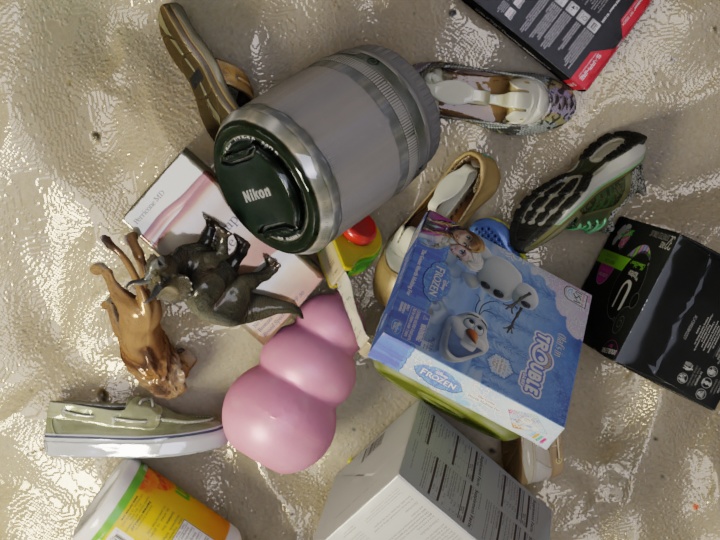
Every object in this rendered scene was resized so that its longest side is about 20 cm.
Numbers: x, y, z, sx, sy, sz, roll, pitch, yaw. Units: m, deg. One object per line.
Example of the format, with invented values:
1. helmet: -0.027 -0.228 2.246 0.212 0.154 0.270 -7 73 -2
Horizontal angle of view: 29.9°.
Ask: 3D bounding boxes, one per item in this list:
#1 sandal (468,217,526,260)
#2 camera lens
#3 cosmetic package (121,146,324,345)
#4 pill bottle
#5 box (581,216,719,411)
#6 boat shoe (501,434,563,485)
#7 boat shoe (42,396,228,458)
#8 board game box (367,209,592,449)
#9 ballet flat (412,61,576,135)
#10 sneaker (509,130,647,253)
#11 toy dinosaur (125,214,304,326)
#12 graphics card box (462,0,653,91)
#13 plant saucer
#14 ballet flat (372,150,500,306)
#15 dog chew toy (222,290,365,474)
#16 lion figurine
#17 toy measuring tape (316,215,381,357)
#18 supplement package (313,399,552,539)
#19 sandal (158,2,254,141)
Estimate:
1. sandal: 0.126 0.042 1.462 0.087 0.079 0.201 2 95 -49
2. camera lens: -0.036 -0.123 1.362 0.200 0.160 0.160 -37 101 -34
3. cosmetic package: -0.145 -0.027 1.433 0.200 0.087 0.103 40 92 -9
4. pill bottle: -0.199 0.300 1.455 0.200 0.111 0.111 37 92 -9
5. box: 0.322 0.040 1.435 0.124 0.200 0.149 26 93 -10
6. boat shoe: 0.196 0.137 1.504 0.069 0.074 0.201 -2 97 -20
7. boat shoe: -0.243 0.167 1.456 0.199 0.072 0.062 -2 92 -5
8. board game box: 0.125 0.054 1.353 0.199 0.200 0.043 28 132 -6
9. ballet flat: 0.141 -0.184 1.455 0.200 0.072 0.072 6 96 -7
10. sneaker: 0.248 -0.066 1.463 0.200 0.077 0.089 -37 116 -19
11. toy dinosaur: -0.145 0.011 1.363 0.200 0.077 0.102 35 89 -41
12. graphics card box: 0.198 -0.302 1.455 0.200 0.051 0.126 36 92 -10
13. plant saucer: 0.090 0.130 1.419 0.200 0.200 0.031 30 82 -9
14. ballet flat: 0.073 -0.050 1.463 0.069 0.063 0.200 36 88 25
15. dog chew toy: -0.063 0.114 1.448 0.124 0.125 0.200 30 84 -9
16. lion figurine: -0.228 0.052 1.400 0.072 0.200 0.123 -25 65 -8
17. toy measuring tape: 0.000 0.000 1.434 0.073 0.074 0.200 -20 63 -3
18. supplement package: 0.078 0.279 1.441 0.200 0.151 0.152 40 117 -9
19. sandal: -0.147 -0.197 1.426 0.054 0.080 0.200 -30 95 -23
